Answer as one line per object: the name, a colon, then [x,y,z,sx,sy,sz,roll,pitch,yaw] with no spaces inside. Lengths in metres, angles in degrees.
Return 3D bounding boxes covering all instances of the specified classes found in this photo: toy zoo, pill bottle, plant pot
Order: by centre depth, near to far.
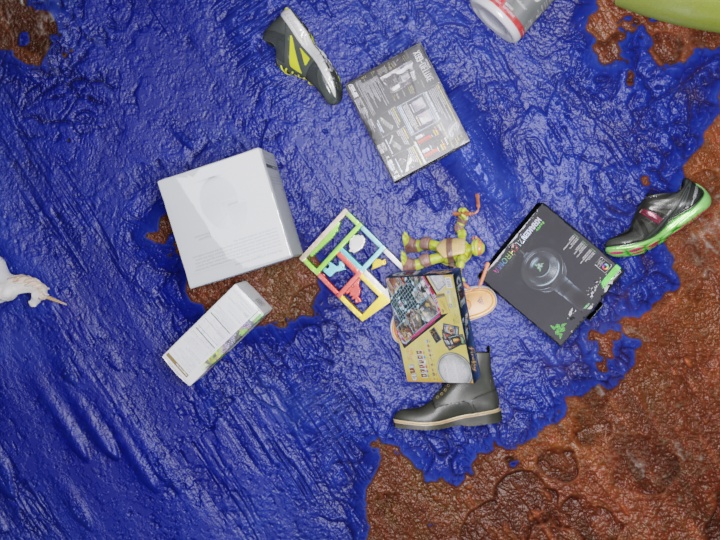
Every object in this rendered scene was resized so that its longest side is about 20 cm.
plant pot: [0.532,-0.492,1.306,0.198,0.187,0.189,7,94,20]
pill bottle: [0.294,-0.506,1.350,0.114,0.114,0.200,41,97,2]
toy zoo: [0.000,0.000,1.455,0.200,0.020,0.131,45,97,6]

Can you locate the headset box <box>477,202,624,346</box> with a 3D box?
headset box: [0.339,0.009,1.389,0.200,0.093,0.174,40,97,2]

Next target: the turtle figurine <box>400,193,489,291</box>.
turtle figurine: [0.157,-0.044,1.412,0.160,0.065,0.202,-3,62,16]

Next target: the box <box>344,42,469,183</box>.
box: [0.085,-0.284,1.419,0.157,0.050,0.201,-28,90,7]

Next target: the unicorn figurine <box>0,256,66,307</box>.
unicorn figurine: [-0.691,0.030,1.509,0.137,0.074,0.200,-40,83,-4]

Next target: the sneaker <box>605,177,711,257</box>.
sneaker: [0.514,-0.090,1.382,0.199,0.077,0.084,-32,72,4]

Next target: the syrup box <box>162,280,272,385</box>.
syrup box: [-0.267,0.116,1.468,0.200,0.079,0.081,-45,89,7]

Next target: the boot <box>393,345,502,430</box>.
boot: [0.153,0.216,1.439,0.198,0.077,0.140,-6,88,-6]

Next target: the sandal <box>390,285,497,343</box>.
sandal: [0.149,0.076,1.430,0.205,0.059,0.080,-21,91,8]

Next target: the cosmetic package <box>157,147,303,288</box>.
cosmetic package: [-0.232,-0.093,1.429,0.198,0.123,0.202,-16,90,7]

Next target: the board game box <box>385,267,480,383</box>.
board game box: [0.127,0.099,1.374,0.134,0.035,0.202,-3,107,32]

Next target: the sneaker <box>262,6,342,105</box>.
sneaker: [-0.105,-0.377,1.430,0.084,0.074,0.201,-33,81,13]
